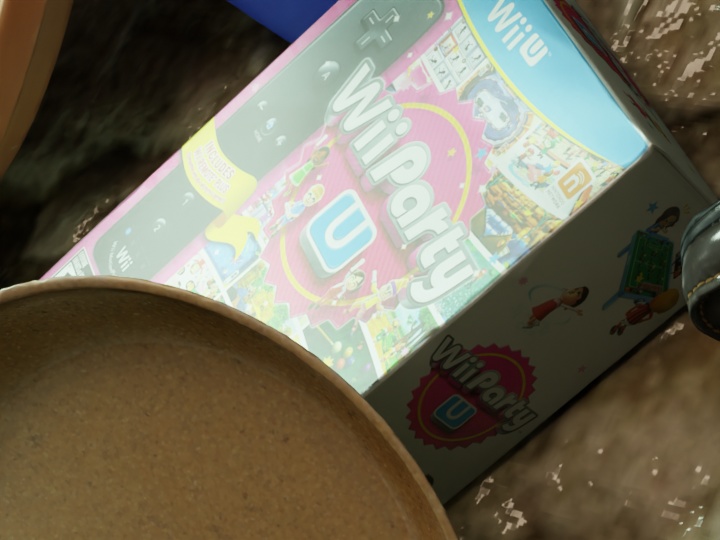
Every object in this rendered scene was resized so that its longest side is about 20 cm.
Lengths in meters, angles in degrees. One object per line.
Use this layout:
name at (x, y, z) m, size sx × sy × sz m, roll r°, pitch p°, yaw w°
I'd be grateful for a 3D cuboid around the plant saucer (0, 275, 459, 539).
plant saucer at (-0.053, 0.094, 0.676) m, size 0.200 × 0.201 × 0.035 m, roll -26°, pitch 4°, yaw 27°

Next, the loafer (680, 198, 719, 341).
loafer at (0.163, 0.005, 0.595) m, size 0.200 × 0.073 × 0.073 m, roll -9°, pitch 60°, yaw 40°

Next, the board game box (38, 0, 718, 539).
board game box at (0.000, 0.000, 0.754) m, size 0.200 × 0.064 × 0.148 m, roll -41°, pitch 42°, yaw 11°

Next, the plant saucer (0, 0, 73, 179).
plant saucer at (-0.139, -0.112, 0.933) m, size 0.200 × 0.032 × 0.201 m, roll -168°, pitch 90°, yaw -69°

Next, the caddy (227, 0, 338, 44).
caddy at (-0.005, -0.168, 0.849) m, size 0.200 × 0.105 × 0.141 m, roll -51°, pitch 41°, yaw 0°
